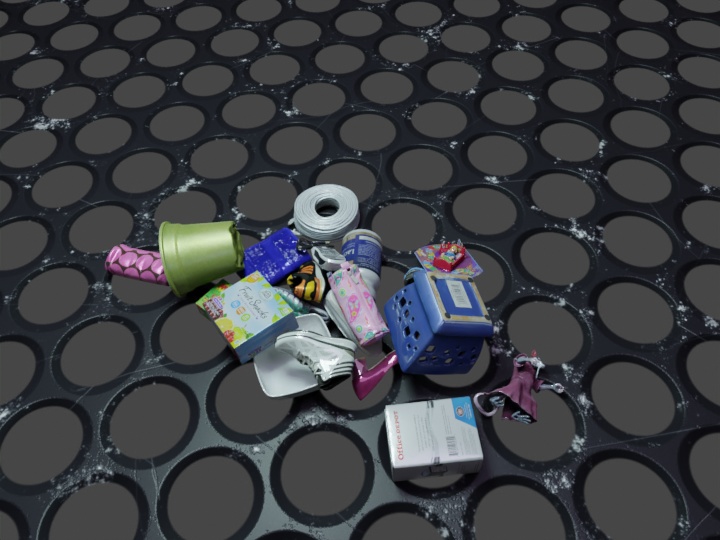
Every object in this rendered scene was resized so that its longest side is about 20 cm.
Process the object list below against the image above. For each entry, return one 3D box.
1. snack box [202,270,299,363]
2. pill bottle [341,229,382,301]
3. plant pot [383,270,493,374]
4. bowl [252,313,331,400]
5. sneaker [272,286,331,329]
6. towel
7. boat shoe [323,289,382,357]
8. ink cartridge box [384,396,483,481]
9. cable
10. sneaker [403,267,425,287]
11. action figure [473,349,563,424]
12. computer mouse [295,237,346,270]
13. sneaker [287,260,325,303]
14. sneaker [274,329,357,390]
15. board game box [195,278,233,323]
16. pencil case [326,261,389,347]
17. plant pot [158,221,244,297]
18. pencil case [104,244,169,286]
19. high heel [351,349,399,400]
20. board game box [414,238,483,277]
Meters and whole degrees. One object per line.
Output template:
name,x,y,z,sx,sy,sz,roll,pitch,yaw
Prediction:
snack box,-0.271,0.110,1.533,0.167,0.068,0.200,-31,45,-18
pill bottle,0.000,0.000,1.663,0.113,0.117,0.203,1,52,3
plant pot,0.192,0.116,1.484,0.197,0.181,0.202,5,48,-26
bowl,-0.158,0.221,1.525,0.196,0.075,0.202,-16,52,-10
sneaker,-0.155,0.088,1.646,0.197,0.075,0.087,24,33,17
towel,-0.251,-0.034,1.741,0.198,0.050,0.148,-33,57,-21
boat shoe,-0.024,0.139,1.573,0.200,0.068,0.072,48,51,0
ink cartridge box,0.158,0.373,1.386,0.196,0.087,0.148,-6,51,-1
cable,-0.099,-0.171,1.829,0.197,0.070,0.201,20,55,17
sneaker,0.203,0.050,1.635,0.196,0.072,0.083,16,29,21
action figure,0.380,0.272,1.471,0.148,0.135,0.201,-21,22,41
computer mouse,-0.098,-0.037,1.663,0.108,0.045,0.200,6,17,-23
sneaker,-0.151,0.019,1.629,0.088,0.071,0.200,11,17,-20
sneaker,-0.111,0.209,1.439,0.196,0.076,0.117,6,51,3
board game box,-0.323,0.115,1.629,0.198,0.048,0.102,32,59,24
pencil case,-0.006,0.082,1.515,0.086,0.088,0.203,-22,78,-15
plant pot,-0.409,-0.048,1.652,0.181,0.202,0.203,-12,52,0
pencil case,-0.599,-0.018,1.721,0.196,0.091,0.096,10,90,8
high heel,0.073,0.248,1.516,0.196,0.068,0.098,-12,73,-7
board game box,0.237,-0.041,1.685,0.155,0.040,0.201,-3,29,-12
